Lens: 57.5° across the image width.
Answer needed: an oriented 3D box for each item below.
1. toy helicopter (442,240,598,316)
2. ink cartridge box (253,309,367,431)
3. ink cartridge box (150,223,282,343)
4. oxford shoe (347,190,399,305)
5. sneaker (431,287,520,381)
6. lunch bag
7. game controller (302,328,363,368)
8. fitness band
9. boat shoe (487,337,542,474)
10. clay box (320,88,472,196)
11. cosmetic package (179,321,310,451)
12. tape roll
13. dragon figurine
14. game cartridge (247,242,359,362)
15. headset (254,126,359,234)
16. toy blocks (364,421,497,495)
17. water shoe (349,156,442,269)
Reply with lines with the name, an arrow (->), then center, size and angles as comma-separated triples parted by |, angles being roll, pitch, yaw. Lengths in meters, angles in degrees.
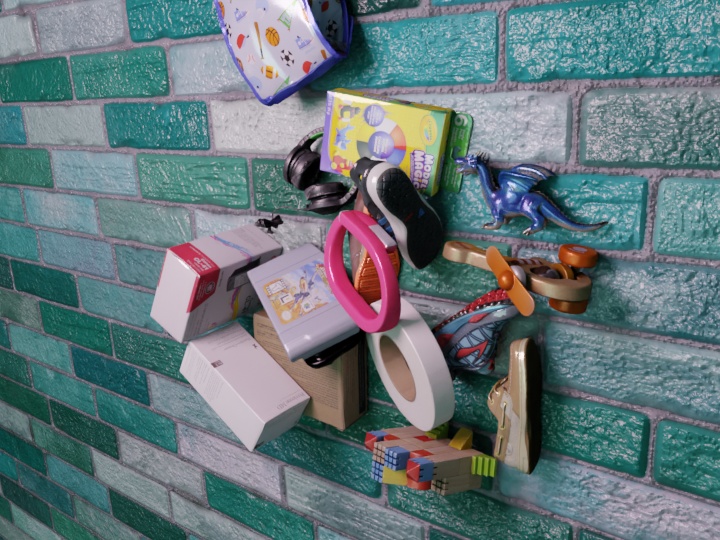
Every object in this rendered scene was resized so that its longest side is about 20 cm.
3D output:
toy helicopter -> 0.187, 0.001, 0.823 | 0.200, 0.132, 0.079 | 20, 114, 34
ink cartridge box -> -0.086, 0.159, 1.123 | 0.200, 0.075, 0.165 | 13, 113, 34
ink cartridge box -> -0.242, 0.017, 1.118 | 0.086, 0.200, 0.148 | 36, 123, 23
oxford shoe -> 0.015, -0.032, 1.001 | 0.073, 0.071, 0.201 | 40, 128, 51
sneaker -> 0.169, 0.093, 0.913 | 0.096, 0.079, 0.200 | 54, 138, 4
lunch bag -> -0.107, -0.360, 0.946 | 0.170, 0.124, 0.201 | -21, 83, 39
game controller -> -0.075, 0.067, 1.044 | 0.104, 0.042, 0.200 | -38, 49, 0
fitness band -> 0.000, 0.000, 0.920 | 0.200, 0.037, 0.144 | 49, 138, 48
boat shoe -> 0.209, 0.186, 0.902 | 0.066, 0.074, 0.201 | 6, 108, 31
clay box -> 0.046, -0.177, 0.907 | 0.199, 0.048, 0.115 | 16, 114, 20
cosmetic package -> -0.195, 0.190, 1.100 | 0.200, 0.113, 0.081 | 39, 126, 21
tape roll -> 0.068, 0.135, 0.959 | 0.203, 0.037, 0.203 | 53, 156, 37
dragon figurine -> 0.205, -0.100, 0.824 | 0.200, 0.059, 0.100 | 12, 112, 36
game cartridge -> -0.086, 0.041, 1.027 | 0.200, 0.133, 0.042 | 55, 171, 41
headset -> -0.079, -0.133, 1.012 | 0.200, 0.094, 0.124 | -42, 77, 27
toy blocks -> 0.078, 0.279, 0.965 | 0.200, 0.136, 0.100 | 8, 94, 54
water shoe -> 0.053, -0.083, 0.905 | 0.079, 0.071, 0.200 | 37, 165, 43
